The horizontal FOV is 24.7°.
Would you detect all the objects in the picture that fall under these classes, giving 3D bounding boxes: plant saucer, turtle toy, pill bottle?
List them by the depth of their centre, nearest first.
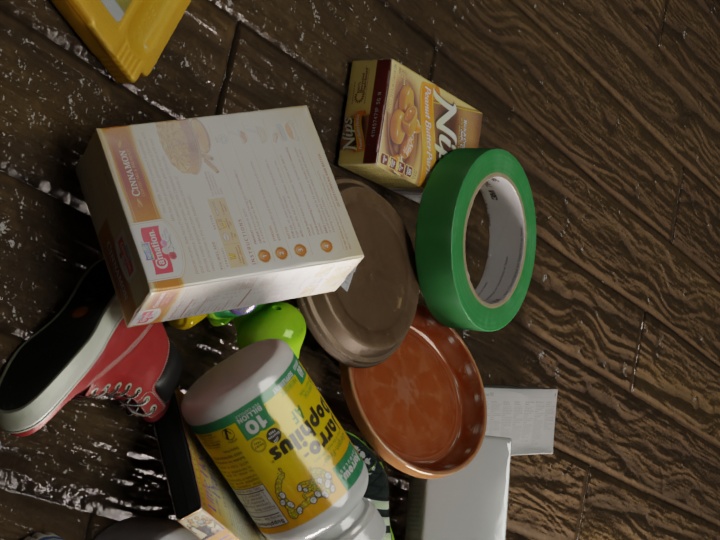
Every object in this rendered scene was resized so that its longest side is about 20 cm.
[{"bbox_3d":[-0.063,0.171,1.462,0.200,0.113,0.113,59,44,-15],"label":"pill bottle"},{"bbox_3d":[-0.108,-0.001,1.507,0.146,0.101,0.201,-38,123,-48],"label":"turtle toy"},{"bbox_3d":[0.000,0.000,1.696,0.200,0.029,0.201,17,68,-49],"label":"plant saucer"},{"bbox_3d":[0.054,0.127,1.757,0.200,0.032,0.201,24,52,-34],"label":"plant saucer"}]

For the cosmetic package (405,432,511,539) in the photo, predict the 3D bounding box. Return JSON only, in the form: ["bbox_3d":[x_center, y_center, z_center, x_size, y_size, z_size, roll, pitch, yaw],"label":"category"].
[{"bbox_3d":[0.105,0.282,1.820,0.101,0.074,0.201,8,79,-14],"label":"cosmetic package"}]

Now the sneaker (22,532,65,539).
[{"bbox_3d":[-0.273,0.278,1.292,0.200,0.089,0.079,-44,126,-45],"label":"sneaker"}]

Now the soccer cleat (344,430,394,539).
[{"bbox_3d":[-0.005,0.257,1.703,0.081,0.067,0.201,-55,138,-50],"label":"soccer cleat"}]

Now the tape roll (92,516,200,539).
[{"bbox_3d":[-0.182,0.321,1.451,0.200,0.066,0.201,-7,99,-56],"label":"tape roll"}]

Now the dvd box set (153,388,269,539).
[{"bbox_3d":[-0.117,0.209,1.501,0.200,0.029,0.147,49,15,-46],"label":"dvd box set"}]

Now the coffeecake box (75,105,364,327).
[{"bbox_3d":[-0.119,-0.049,1.390,0.199,0.073,0.154,-9,68,-30],"label":"coffeecake box"}]

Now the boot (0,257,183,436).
[{"bbox_3d":[-0.219,0.101,1.382,0.200,0.072,0.145,-55,136,-43],"label":"boot"}]

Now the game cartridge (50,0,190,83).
[{"bbox_3d":[-0.209,-0.285,1.403,0.200,0.032,0.177,53,51,-42],"label":"game cartridge"}]

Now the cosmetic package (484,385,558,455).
[{"bbox_3d":[0.168,0.179,1.969,0.200,0.050,0.083,8,88,-56],"label":"cosmetic package"}]

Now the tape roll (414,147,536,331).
[{"bbox_3d":[0.129,-0.034,1.807,0.200,0.048,0.201,-7,99,-57],"label":"tape roll"}]

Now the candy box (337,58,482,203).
[{"bbox_3d":[0.057,-0.144,1.781,0.200,0.055,0.116,21,76,-54],"label":"candy box"}]
